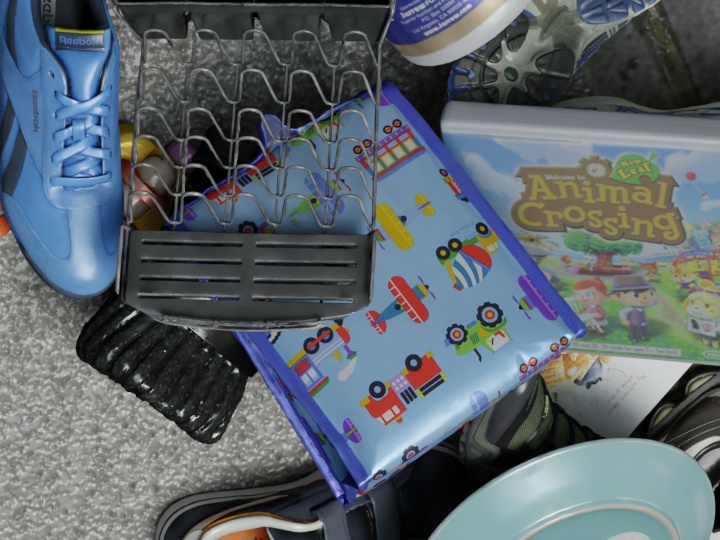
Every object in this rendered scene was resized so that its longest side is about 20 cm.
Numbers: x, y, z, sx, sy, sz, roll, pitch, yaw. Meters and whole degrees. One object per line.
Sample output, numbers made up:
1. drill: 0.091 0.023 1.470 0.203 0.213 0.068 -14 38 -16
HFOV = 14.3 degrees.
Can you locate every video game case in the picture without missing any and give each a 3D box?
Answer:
1. video game case: 0.151 -0.017 1.610 0.199 0.022 0.183 5 137 15

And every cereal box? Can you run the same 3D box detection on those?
1. cereal box: 0.112 0.016 1.730 0.200 0.040 0.144 38 98 -24

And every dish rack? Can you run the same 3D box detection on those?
1. dish rack: -0.058 -0.067 1.520 0.152 0.055 0.201 0 67 5

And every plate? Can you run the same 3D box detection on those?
1. plate: 0.122 0.177 1.687 0.199 0.026 0.201 -13 136 -13

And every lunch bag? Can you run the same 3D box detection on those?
1. lunch bag: 0.000 0.000 1.552 0.150 0.094 0.201 -33 85 -12

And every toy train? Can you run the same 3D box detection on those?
1. toy train: -0.160 -0.013 1.637 0.199 0.056 0.151 16 105 -20

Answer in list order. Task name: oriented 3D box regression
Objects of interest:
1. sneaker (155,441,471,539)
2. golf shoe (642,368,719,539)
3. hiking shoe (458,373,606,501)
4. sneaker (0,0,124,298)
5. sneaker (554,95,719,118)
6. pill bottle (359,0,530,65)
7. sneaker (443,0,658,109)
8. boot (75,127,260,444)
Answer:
1. sneaker: -0.020 0.161 1.729 0.199 0.079 0.079 -15 113 -11
2. golf shoe: 0.180 0.155 1.772 0.078 0.095 0.200 31 101 -25
3. hiking shoe: 0.112 0.102 1.692 0.100 0.076 0.200 8 146 8
4. sneaker: -0.161 -0.086 1.555 0.066 0.078 0.202 -5 86 -23
5. sneaker: 0.164 -0.062 1.630 0.199 0.088 0.076 -9 100 0
6. pill bottle: 0.008 -0.218 1.572 0.116 0.116 0.200 -43 114 4
7. sneaker: 0.113 -0.150 1.655 0.077 0.085 0.200 46 72 -1
8. boot: -0.041 0.035 1.618 0.210 0.079 0.159 29 80 -12
